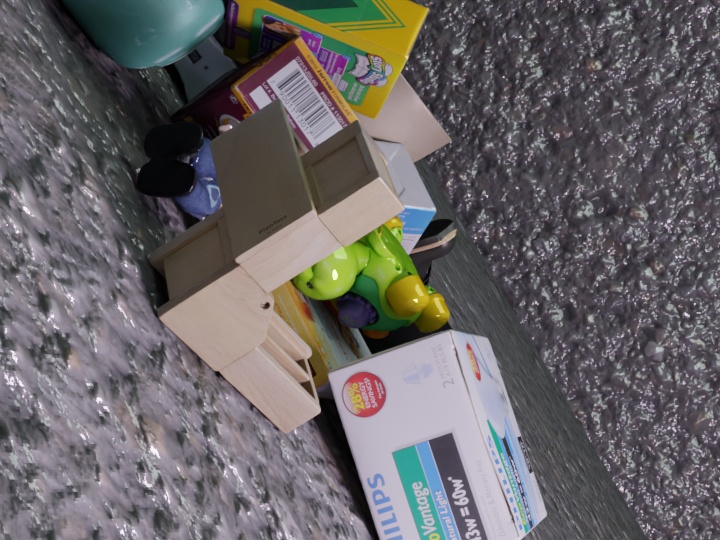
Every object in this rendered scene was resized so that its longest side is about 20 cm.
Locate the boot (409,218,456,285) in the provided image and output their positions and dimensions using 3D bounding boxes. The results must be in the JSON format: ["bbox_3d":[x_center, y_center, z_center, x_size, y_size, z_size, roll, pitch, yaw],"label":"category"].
[{"bbox_3d":[0.078,0.022,1.580,0.200,0.077,0.138,-23,-83,56],"label":"boot"}]

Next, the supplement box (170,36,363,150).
[{"bbox_3d":[-0.096,-0.143,1.237,0.110,0.086,0.200,55,-22,-14],"label":"supplement box"}]

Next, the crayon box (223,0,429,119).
[{"bbox_3d":[-0.040,-0.227,1.211,0.172,0.058,0.200,22,-11,-4],"label":"crayon box"}]

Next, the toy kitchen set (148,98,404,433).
[{"bbox_3d":[-0.044,-0.017,1.041,0.180,0.200,0.163,49,14,-39],"label":"toy kitchen set"}]

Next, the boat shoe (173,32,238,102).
[{"bbox_3d":[-0.166,-0.224,1.429,0.200,0.071,0.091,59,11,10],"label":"boat shoe"}]

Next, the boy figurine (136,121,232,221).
[{"bbox_3d":[-0.125,-0.070,1.161,0.200,0.064,0.125,39,53,-64],"label":"boy figurine"}]

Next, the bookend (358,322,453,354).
[{"bbox_3d":[0.060,0.093,1.507,0.200,0.092,0.199,56,9,-3],"label":"bookend"}]

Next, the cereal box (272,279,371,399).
[{"bbox_3d":[-0.043,0.060,1.268,0.144,0.040,0.200,62,11,14],"label":"cereal box"}]

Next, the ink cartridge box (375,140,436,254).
[{"bbox_3d":[0.001,-0.045,1.519,0.067,0.200,0.116,3,46,-32],"label":"ink cartridge box"}]

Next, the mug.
[{"bbox_3d":[-0.195,-0.271,1.209,0.114,0.152,0.185,52,12,-25],"label":"mug"}]

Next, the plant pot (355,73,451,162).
[{"bbox_3d":[-0.021,-0.174,1.578,0.187,0.200,0.187,51,8,-10],"label":"plant pot"}]

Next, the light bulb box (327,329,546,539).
[{"bbox_3d":[0.078,0.168,1.199,0.200,0.125,0.198,16,55,-75],"label":"light bulb box"}]

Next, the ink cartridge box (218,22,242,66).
[{"bbox_3d":[-0.128,-0.239,1.468,0.196,0.043,0.200,129,-61,-78],"label":"ink cartridge box"}]

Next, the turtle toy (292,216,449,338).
[{"bbox_3d":[0.000,0.000,1.244,0.146,0.101,0.200,62,11,21],"label":"turtle toy"}]
